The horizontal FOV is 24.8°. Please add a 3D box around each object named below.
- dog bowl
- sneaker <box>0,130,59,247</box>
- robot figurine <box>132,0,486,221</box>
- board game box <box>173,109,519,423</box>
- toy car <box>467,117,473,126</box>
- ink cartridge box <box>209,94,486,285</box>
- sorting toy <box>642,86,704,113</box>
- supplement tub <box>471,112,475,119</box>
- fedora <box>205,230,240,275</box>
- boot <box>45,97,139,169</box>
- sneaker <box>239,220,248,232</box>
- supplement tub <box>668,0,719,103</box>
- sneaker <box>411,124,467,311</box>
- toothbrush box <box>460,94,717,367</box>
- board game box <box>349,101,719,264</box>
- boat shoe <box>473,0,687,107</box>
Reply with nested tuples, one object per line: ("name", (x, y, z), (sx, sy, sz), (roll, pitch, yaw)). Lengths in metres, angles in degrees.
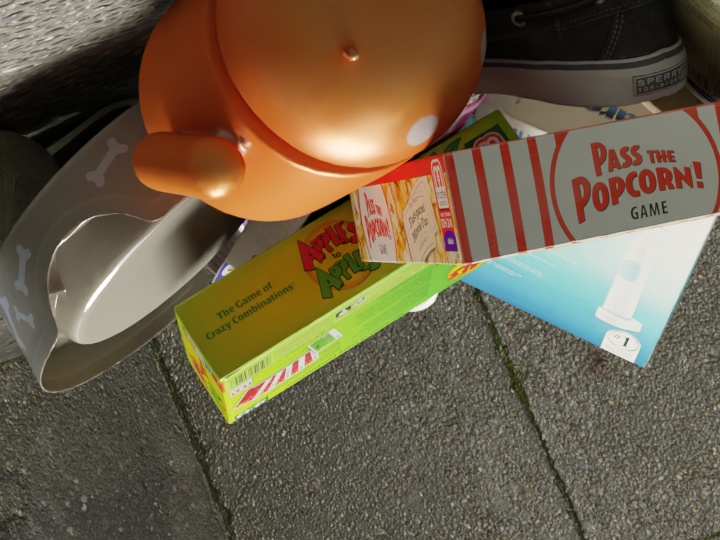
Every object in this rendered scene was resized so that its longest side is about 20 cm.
("dog bowl", (-0.110, -0.026, 0.862), (0.200, 0.059, 0.200), (-44, 173, -7))
("sneaker", (-0.240, -0.017, 0.852), (0.111, 0.077, 0.200), (-15, -170, 23))
("robot figurine", (-0.023, -0.086, 0.684), (0.143, 0.117, 0.200), (-6, 171, -26))
("board game box", (0.000, 0.000, 0.878), (0.200, 0.048, 0.102), (-32, 166, -11))
("toy car", (0.120, -0.105, 1.263), (0.150, 0.175, 0.200), (-21, 180, 17))
("ink cartridge box", (-0.010, -0.044, 0.880), (0.095, 0.037, 0.200), (-26, 166, -34))
("sorting toy", (0.237, -0.134, 0.797), (0.200, 0.199, 0.070), (-44, 156, 0))
("supplement tub", (0.153, -0.099, 1.108), (0.107, 0.200, 0.107), (-42, -164, 15))
("fedora", (-0.028, -0.072, 1.172), (0.199, 0.177, 0.090), (-5, 142, -22))
("boot", (-0.181, -0.041, 1.008), (0.200, 0.073, 0.144), (-27, 180, 10))
("sneaker", (-0.041, -0.046, 1.042), (0.080, 0.084, 0.200), (-20, 144, -4))
("supplement tub", (0.188, -0.147, 0.660), (0.145, 0.145, 0.200), (-23, 165, 4))
("sneaker", (0.040, -0.086, 1.067), (0.073, 0.200, 0.116), (12, -140, 12))
("toothbrush box", (0.140, -0.046, 0.982), (0.085, 0.146, 0.200), (-59, 167, -25))
("board game box", (0.088, -0.037, 0.726), (0.151, 0.046, 0.200), (-11, -177, -11))
("boat shoe", (0.061, -0.116, 0.729), (0.070, 0.066, 0.200), (-24, -157, -27))
